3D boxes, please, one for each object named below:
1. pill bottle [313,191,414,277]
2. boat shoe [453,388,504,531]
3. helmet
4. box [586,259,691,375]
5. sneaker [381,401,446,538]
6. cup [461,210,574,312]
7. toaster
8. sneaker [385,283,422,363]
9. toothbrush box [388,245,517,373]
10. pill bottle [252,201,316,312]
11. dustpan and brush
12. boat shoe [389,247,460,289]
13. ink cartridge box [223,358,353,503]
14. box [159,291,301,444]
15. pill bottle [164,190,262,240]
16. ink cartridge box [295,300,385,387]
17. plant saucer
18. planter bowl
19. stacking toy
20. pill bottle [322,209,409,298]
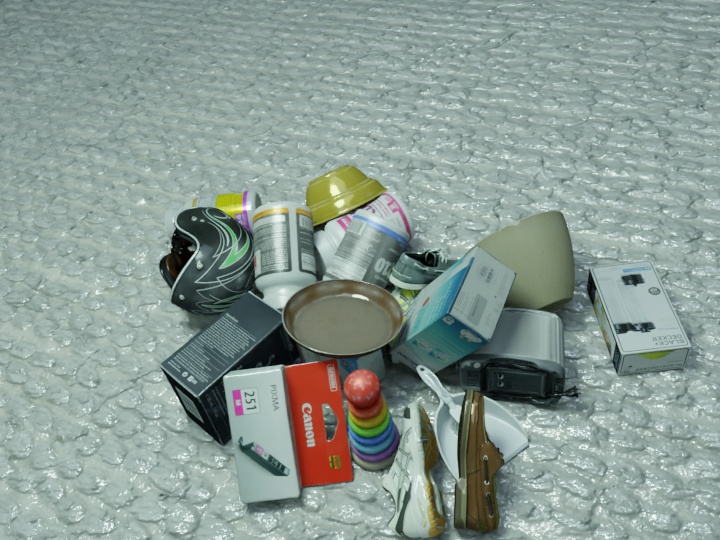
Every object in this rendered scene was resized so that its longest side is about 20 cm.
[{"bbox_3d":[-0.002,-0.067,1.389,0.199,0.114,0.113,-29,48,-16],"label":"pill bottle"},{"bbox_3d":[0.177,0.278,1.022,0.068,0.072,0.201,4,80,6],"label":"boat shoe"},{"bbox_3d":[-0.286,-0.008,1.334,0.199,0.200,0.191,-27,63,-15],"label":"helmet"},{"bbox_3d":[0.476,0.078,1.198,0.116,0.060,0.201,-6,46,5],"label":"box"},{"bbox_3d":[0.069,0.296,1.038,0.087,0.076,0.201,-19,52,23],"label":"sneaker"},{"bbox_3d":[0.298,0.007,1.230,0.199,0.200,0.144,-19,72,-8],"label":"cup"},{"bbox_3d":[0.262,0.138,1.144,0.199,0.114,0.130,3,45,15],"label":"toaster"},{"bbox_3d":[0.086,0.080,1.259,0.076,0.076,0.201,3,49,14],"label":"sneaker"},{"bbox_3d":[0.149,0.073,1.143,0.085,0.200,0.147,34,56,-6],"label":"toothbrush box"},{"bbox_3d":[-0.141,-0.018,1.291,0.116,0.116,0.201,-6,74,5],"label":"pill bottle"},{"bbox_3d":[0.155,0.230,1.111,0.139,0.057,0.200,-31,49,-18],"label":"dustpan and brush"},{"bbox_3d":[0.139,-0.008,1.289,0.199,0.062,0.073,-6,30,-42],"label":"boat shoe"},{"bbox_3d":[-0.110,0.247,1.070,0.173,0.201,0.044,-8,1,3],"label":"ink cartridge box"},{"bbox_3d":[-0.213,0.165,1.182,0.107,0.149,0.200,29,58,32],"label":"box"},{"bbox_3d":[-0.313,-0.109,1.495,0.199,0.105,0.105,-7,46,4],"label":"pill bottle"},{"bbox_3d":[-0.058,0.127,1.211,0.199,0.116,0.068,26,55,30],"label":"ink cartridge box"},{"bbox_3d":[-0.029,0.082,1.140,0.199,0.032,0.201,2,35,-1],"label":"plant saucer"},{"bbox_3d":[-0.050,-0.165,1.442,0.200,0.084,0.200,-25,9,4],"label":"planter bowl"},{"bbox_3d":[0.012,0.218,1.052,0.085,0.201,0.086,-5,45,5],"label":"stacking toy"},{"bbox_3d":[0.000,0.000,1.276,0.113,0.114,0.201,25,87,30],"label":"pill bottle"}]
